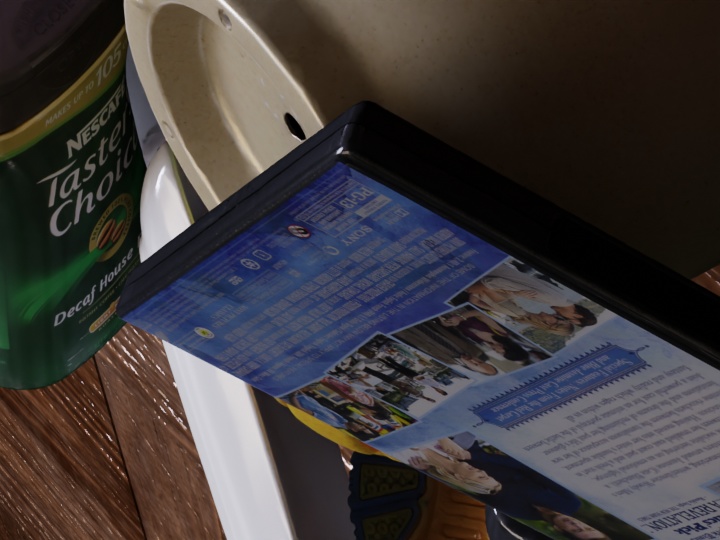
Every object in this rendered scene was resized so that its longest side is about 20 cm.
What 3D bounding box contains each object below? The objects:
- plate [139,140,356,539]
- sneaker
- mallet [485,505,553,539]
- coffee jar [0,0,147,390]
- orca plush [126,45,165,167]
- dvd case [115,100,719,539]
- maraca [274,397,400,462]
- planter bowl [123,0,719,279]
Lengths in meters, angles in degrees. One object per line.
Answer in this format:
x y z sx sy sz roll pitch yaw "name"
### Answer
-0.042 0.051 0.983 0.200 0.032 0.200 -4 -105 -84 "plate"
0.050 0.113 0.979 0.075 0.088 0.201 10 109 39 "sneaker"
0.082 0.157 0.825 0.066 0.041 0.201 77 178 -77 "mallet"
-0.130 -0.050 0.928 0.085 0.104 0.200 30 150 21 "coffee jar"
-0.083 -0.095 1.021 0.105 0.071 0.200 5 151 6 "orca plush"
0.051 0.031 0.625 0.200 0.018 0.143 28 153 -17 "dvd case"
0.000 0.000 0.868 0.137 0.107 0.200 47 174 -33 "maraca"
0.020 -0.064 0.681 0.200 0.135 0.200 48 159 25 "planter bowl"
